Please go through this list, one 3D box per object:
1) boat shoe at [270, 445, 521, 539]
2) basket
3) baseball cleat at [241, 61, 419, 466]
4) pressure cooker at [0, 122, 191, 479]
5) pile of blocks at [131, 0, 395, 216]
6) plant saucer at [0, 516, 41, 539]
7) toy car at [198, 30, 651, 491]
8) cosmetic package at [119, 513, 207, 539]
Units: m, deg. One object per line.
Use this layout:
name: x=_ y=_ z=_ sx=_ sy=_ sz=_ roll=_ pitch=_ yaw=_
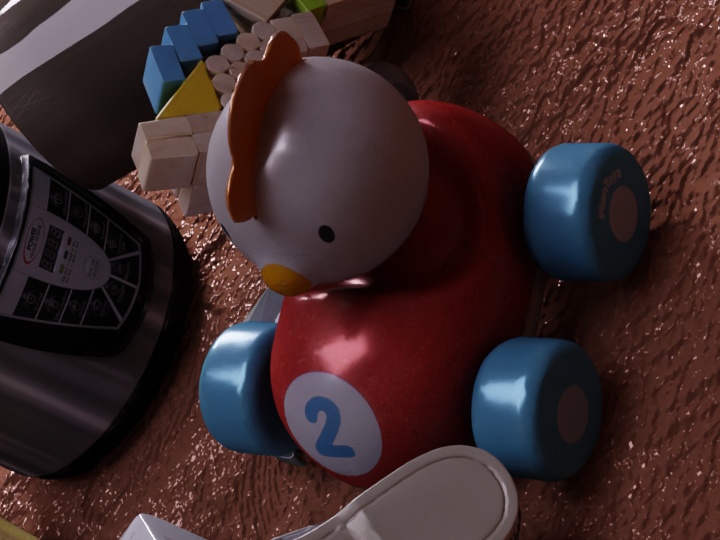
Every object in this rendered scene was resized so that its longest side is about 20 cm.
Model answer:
boat shoe: x=-0.023 y=0.141 z=1.141 sx=0.199 sy=0.063 sz=0.073 roll=-27 pitch=69 yaw=-6
basket: x=-0.096 y=-0.146 z=1.461 sx=0.200 sy=0.136 sz=0.181 roll=-35 pitch=46 yaw=14
baseball cleat: x=0.000 y=0.000 z=1.340 sx=0.106 sy=0.070 sz=0.201 roll=22 pitch=90 yaw=45
pressure cooker: x=-0.216 y=0.008 z=1.508 sx=0.179 sy=0.200 sz=0.176 roll=-54 pitch=32 yaw=13
pile of blocks: x=-0.058 y=-0.095 z=1.306 sx=0.200 sy=0.082 sz=0.062 roll=-49 pitch=-15 yaw=-40
plant saucer: x=-0.192 y=0.239 z=1.443 sx=0.200 sy=0.048 sz=0.201 roll=16 pitch=81 yaw=58
toy car: x=-0.010 y=-0.014 z=1.175 sx=0.184 sy=0.200 sz=0.178 roll=2 pitch=67 yaw=37
cosmetic package: x=-0.050 y=0.197 z=1.213 sx=0.074 sy=0.101 sz=0.200 roll=-56 pitch=33 yaw=7
